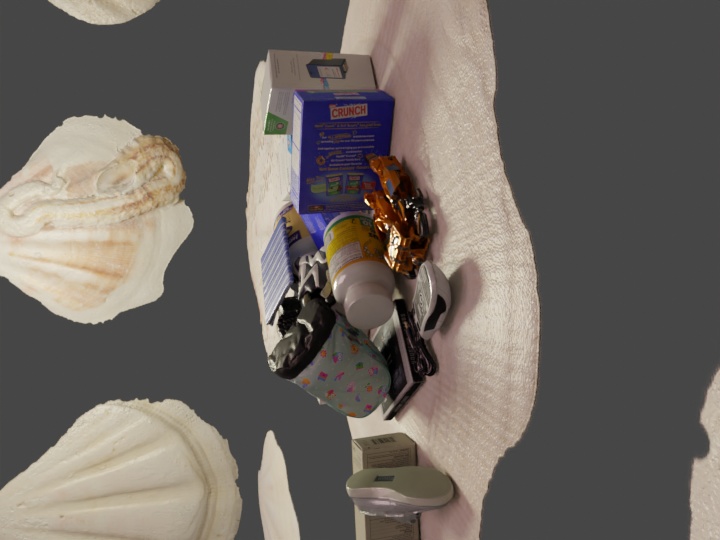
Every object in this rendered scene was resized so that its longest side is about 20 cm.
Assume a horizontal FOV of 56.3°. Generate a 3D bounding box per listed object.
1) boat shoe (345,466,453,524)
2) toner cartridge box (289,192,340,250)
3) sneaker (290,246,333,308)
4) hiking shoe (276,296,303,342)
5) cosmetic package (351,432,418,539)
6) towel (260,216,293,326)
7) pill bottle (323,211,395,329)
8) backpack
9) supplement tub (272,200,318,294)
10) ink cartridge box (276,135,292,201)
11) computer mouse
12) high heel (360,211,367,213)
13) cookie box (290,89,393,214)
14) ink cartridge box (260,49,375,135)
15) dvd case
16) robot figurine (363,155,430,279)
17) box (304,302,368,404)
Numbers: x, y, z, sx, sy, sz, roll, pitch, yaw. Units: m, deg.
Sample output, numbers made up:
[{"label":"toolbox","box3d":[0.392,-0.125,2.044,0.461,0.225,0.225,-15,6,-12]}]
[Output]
[{"label":"boat shoe","box3d":[0.067,0.359,1.065,0.198,0.070,0.073,-10,110,38]},{"label":"toner cartridge box","box3d":[-0.068,-0.085,1.377,0.095,0.043,0.203,-6,112,63]},{"label":"sneaker","box3d":[-0.102,0.040,1.343,0.197,0.079,0.132,-20,43,47]},{"label":"hiking shoe","box3d":[-0.140,0.133,1.442,0.201,0.074,0.103,-109,11,-66]},{"label":"cosmetic package","box3d":[0.044,0.398,1.179,0.073,0.101,0.205,-166,74,-73]},{"label":"towel","box3d":[-0.177,-0.001,1.444,0.146,0.023,0.202,-59,30,37]},{"label":"pill bottle","box3d":[0.000,0.000,1.187,0.202,0.110,0.114,-103,18,-45]},{"label":"backpack","box3d":[-0.042,0.166,1.177,0.168,0.199,0.127,-49,26,8]},{"label":"supplement tub","box3d":[-0.116,-0.051,1.531,0.202,0.142,0.147,-112,24,-45]},{"label":"ink cartridge box","box3d":[-0.154,-0.267,1.710,0.200,0.083,0.148,160,105,-71]},{"label":"computer mouse","box3d":[0.105,0.064,1.005,0.202,0.043,0.111,99,164,-53]},{"label":"high heel","box3d":[-0.055,-0.175,1.302,0.071,0.139,0.205,-165,72,-71]},{"label":"cookie box","box3d":[-0.035,-0.211,1.189,0.075,0.167,0.204,-127,37,-55]},{"label":"ink cartridge box","box3d":[-0.083,-0.330,1.270,0.146,0.195,0.089,118,147,-61]},{"label":"dvd case","box3d":[0.059,0.164,1.206,0.201,0.024,0.153,115,147,-57]},{"label":"robot figurine","box3d":[0.058,-0.083,1.091,0.147,0.057,0.202,102,157,-45]},{"label":"box","box3d":[-0.054,0.154,1.438,0.152,0.104,0.205,-128,37,-63]}]
